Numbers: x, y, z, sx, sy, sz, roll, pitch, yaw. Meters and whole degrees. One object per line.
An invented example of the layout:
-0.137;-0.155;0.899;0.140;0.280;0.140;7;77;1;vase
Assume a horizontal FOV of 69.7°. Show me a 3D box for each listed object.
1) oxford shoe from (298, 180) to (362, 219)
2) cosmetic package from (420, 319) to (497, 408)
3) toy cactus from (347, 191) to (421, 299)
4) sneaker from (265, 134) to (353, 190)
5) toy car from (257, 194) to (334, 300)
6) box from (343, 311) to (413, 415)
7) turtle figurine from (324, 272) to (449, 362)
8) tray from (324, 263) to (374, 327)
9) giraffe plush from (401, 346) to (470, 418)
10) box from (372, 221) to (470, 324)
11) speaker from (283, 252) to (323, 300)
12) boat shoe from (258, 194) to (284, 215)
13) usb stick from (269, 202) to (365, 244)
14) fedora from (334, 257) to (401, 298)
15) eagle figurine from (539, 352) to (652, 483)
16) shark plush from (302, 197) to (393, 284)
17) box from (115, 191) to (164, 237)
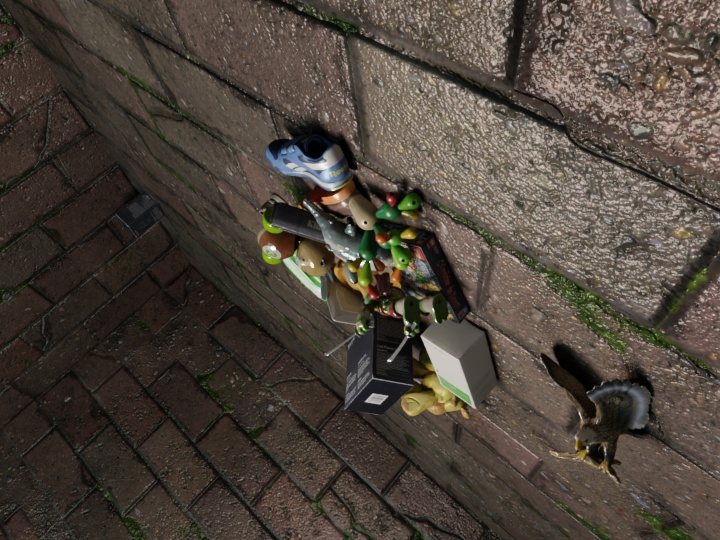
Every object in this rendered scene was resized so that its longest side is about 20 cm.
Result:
-0.060;-0.130;1.022;0.073;0.071;0.200;48;161;-24;oxford shoe
0.211;0.188;1.086;0.107;0.085;0.200;30;157;43;cosmetic package
0.025;-0.064;0.884;0.165;0.102;0.201;53;139;32;toy cactus
-0.099;-0.213;0.934;0.199;0.074;0.082;23;150;32;sneaker
-0.122;-0.033;1.147;0.201;0.157;0.165;58;156;20;toy car
0.042;0.222;1.246;0.103;0.183;0.200;13;143;-15;box
0.067;0.106;0.984;0.144;0.201;0.194;36;157;-22;turtle figurine
-0.032;0.046;1.192;0.107;0.022;0.201;14;-145;-27;tray
0.198;0.294;1.281;0.199;0.173;0.162;-9;145;24;giraffe plush
0.115;0.004;0.979;0.136;0.038;0.200;21;150;51;box
-0.138;-0.014;1.391;0.200;0.088;0.088;47;161;-6;speaker
-0.172;-0.103;1.318;0.202;0.060;0.072;45;161;2;boat shoe
-0.081;-0.084;1.026;0.199;0.056;0.033;18;159;-10;usb stick
0.000;0.000;1.138;0.200;0.082;0.201;38;159;17;fedora
0.373;0.229;0.822;0.151;0.151;0.201;-6;102;16;eagle figurine
-0.022;-0.072;0.979;0.200;0.091;0.083;50;141;11;shark plush
-1.188;-0.302;2.799;0.107;0.200;0.149;41;160;10;box
